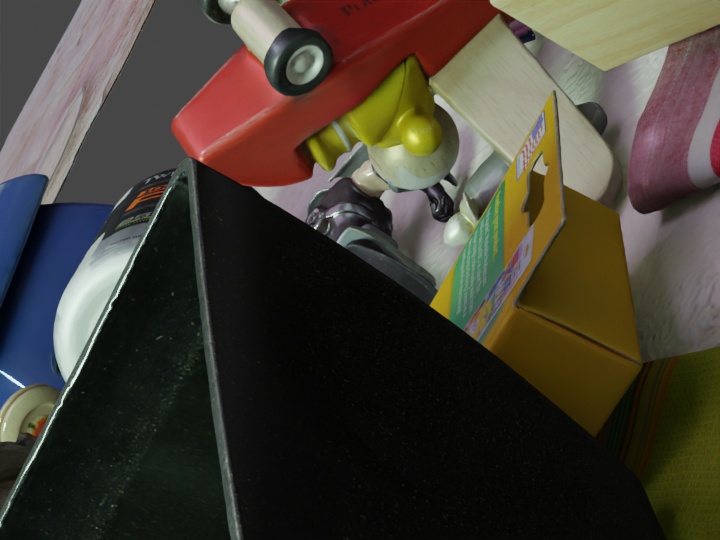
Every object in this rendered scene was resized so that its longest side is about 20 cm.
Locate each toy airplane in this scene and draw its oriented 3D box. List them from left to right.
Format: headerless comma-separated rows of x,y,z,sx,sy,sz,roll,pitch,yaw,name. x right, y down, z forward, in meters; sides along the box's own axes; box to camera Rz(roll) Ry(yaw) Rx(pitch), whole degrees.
0.031,-0.101,0.768,0.142,0.198,0.201,82,-162,-47,toy airplane

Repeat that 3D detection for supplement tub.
-0.106,0.011,0.993,0.123,0.122,0.200,-57,9,17,supplement tub

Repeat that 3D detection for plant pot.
-0.226,0.060,1.188,0.200,0.179,0.201,-42,27,48,plant pot
-0.008,0.121,0.479,0.200,0.177,0.200,-59,24,24,plant pot

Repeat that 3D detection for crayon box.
0.045,0.048,0.613,0.201,0.051,0.126,-62,7,25,crayon box

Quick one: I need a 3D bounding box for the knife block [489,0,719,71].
0.135,-0.130,0.586,0.200,0.064,0.176,-53,21,26,knife block

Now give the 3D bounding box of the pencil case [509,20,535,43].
0.063,-0.194,0.919,0.088,0.087,0.200,-56,20,20,pencil case

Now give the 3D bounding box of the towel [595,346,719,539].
0.106,0.060,0.538,0.200,0.018,0.086,-24,43,62,towel

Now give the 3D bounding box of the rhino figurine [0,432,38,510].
-0.147,0.161,0.873,0.087,0.200,0.060,-19,-33,-49,rhino figurine

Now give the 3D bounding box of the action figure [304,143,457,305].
0.000,0.000,0.844,0.200,0.069,0.131,-104,37,-69,action figure

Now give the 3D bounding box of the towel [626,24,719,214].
0.172,-0.110,0.594,0.200,0.023,0.145,-29,38,59,towel

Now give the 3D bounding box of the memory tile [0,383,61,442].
-0.198,0.175,1.022,0.017,0.153,0.201,23,85,42,memory tile
